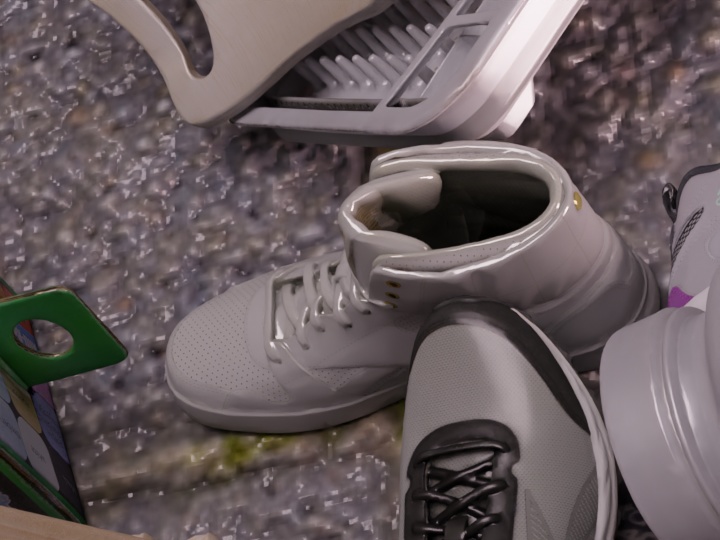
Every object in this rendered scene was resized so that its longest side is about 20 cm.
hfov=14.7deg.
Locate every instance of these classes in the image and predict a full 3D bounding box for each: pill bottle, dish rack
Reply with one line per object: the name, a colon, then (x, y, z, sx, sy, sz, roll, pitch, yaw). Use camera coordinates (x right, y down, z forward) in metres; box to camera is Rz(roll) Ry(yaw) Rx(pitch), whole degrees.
pill bottle: (0.181, 0.023, 0.875, 0.199, 0.112, 0.113, -23, 53, 27)
dish rack: (0.040, -0.113, 1.093, 0.172, 0.043, 0.200, -56, 25, -13)

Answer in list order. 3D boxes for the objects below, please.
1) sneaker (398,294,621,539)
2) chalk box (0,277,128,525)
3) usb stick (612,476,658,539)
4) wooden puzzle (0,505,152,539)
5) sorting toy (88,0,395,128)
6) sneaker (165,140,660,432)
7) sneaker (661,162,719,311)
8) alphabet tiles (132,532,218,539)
sneaker: (0.044, 0.105, 0.951, 0.074, 0.079, 0.201, -12, 73, 28)
chalk box: (-0.192, 0.054, 1.094, 0.199, 0.125, 0.124, -27, 54, 7)
usb stick: (0.106, 0.100, 0.985, 0.199, 0.033, 0.056, 14, 65, 31)
wooden puzzle: (-0.132, 0.171, 0.934, 0.200, 0.037, 0.186, -1, 60, 59)
sorting toy: (-0.062, -0.156, 1.101, 0.200, 0.107, 0.180, 41, 119, 4)
sneaker: (0.000, 0.000, 1.043, 0.199, 0.116, 0.074, -13, 59, 19)
sneaker: (0.197, -0.029, 0.992, 0.199, 0.078, 0.141, -13, 58, 17)
alphabet tiles: (-0.101, 0.187, 0.969, 0.200, 0.015, 0.196, -53, 22, 21)
